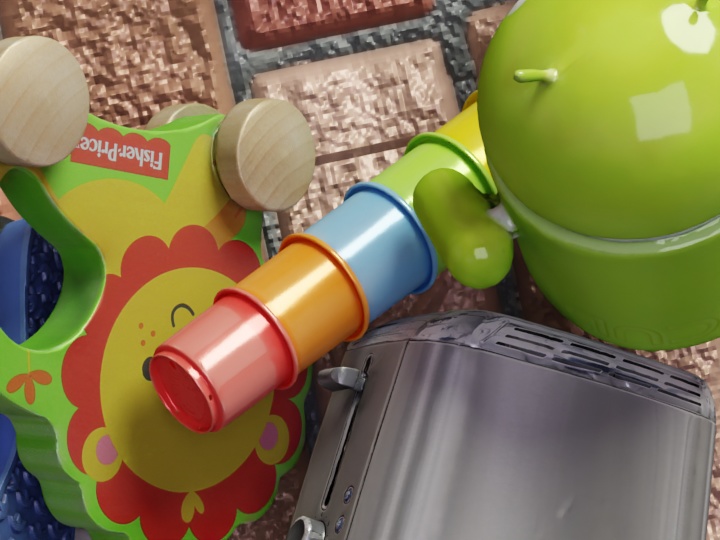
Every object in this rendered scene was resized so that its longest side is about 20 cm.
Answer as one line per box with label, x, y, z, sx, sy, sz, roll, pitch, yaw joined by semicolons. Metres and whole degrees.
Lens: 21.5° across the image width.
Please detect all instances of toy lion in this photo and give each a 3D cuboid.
toy lion;-0.094;0.018;0.757;0.200;0.068;0.193;11;83;-48

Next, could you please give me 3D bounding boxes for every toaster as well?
toaster;0.068;0.095;0.780;0.199;0.114;0.130;17;77;-23

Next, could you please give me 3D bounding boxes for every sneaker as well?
sneaker;-0.163;0.073;0.773;0.078;0.070;0.201;-6;65;19

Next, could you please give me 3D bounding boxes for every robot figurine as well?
robot figurine;0.109;-0.043;0.717;0.175;0.200;0.116;-29;63;1

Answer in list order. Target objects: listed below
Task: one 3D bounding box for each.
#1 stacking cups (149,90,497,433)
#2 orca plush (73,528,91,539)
stacking cups;0.000;0.000;0.776;0.200;0.060;0.061;-39;94;-29
orca plush;-0.067;0.169;0.801;0.199;0.105;0.071;15;119;-9
